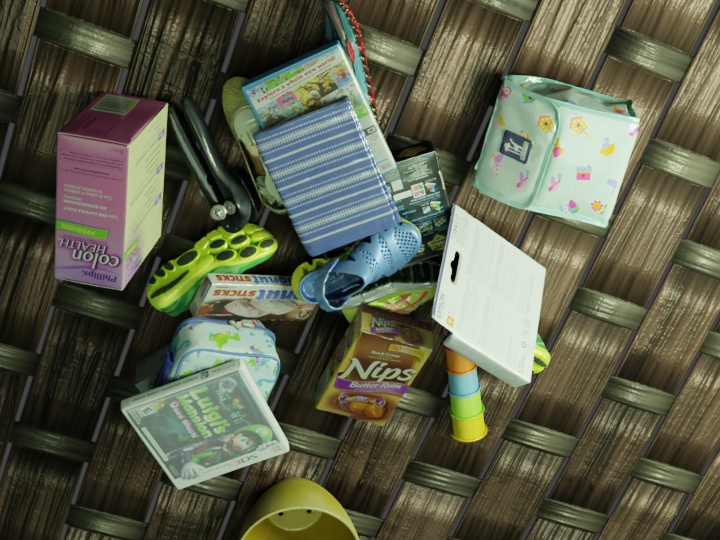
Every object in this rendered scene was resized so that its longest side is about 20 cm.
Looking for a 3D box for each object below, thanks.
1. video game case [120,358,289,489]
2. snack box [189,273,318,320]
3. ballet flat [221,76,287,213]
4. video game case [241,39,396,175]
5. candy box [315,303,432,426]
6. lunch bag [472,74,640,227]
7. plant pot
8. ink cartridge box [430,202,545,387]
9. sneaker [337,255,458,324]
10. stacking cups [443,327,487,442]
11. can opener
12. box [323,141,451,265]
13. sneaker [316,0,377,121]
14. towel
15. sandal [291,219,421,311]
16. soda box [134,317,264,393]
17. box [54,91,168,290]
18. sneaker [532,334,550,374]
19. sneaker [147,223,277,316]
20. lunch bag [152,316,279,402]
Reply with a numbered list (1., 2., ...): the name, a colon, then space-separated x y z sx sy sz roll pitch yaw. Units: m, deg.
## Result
1. video game case: -0.216 0.221 1.590 0.179 0.024 0.201 -20 133 4
2. snack box: -0.143 0.039 1.613 0.198 0.024 0.072 2 133 -37
3. ballet flat: -0.135 -0.167 1.544 0.070 0.071 0.202 -18 116 3
4. video game case: -0.053 -0.191 1.500 0.141 0.018 0.202 -22 123 10
5. candy box: 0.018 0.145 1.684 0.115 0.057 0.201 16 133 -13
6. lunch bag: 0.267 -0.170 1.561 0.197 0.122 0.173 12 117 -3
7. plant pot: -0.101 0.414 1.789 0.196 0.142 0.203 -2 116 -5
8. ink cartridge box: 0.176 0.036 1.606 0.199 0.202 0.040 34 143 -27
9. sneaker: 0.062 0.035 1.668 0.197 0.079 0.091 -12 124 7
10. stacking cups: 0.158 0.165 1.752 0.059 0.061 0.203 -10 111 -2
11. can opener: -0.209 -0.143 1.552 0.063 0.079 0.202 -25 108 20
12. box: 0.031 -0.080 1.616 0.197 0.046 0.161 -17 117 2
13. sneaker: -0.036 -0.265 1.501 0.094 0.080 0.203 -12 117 2
14. towel: -0.042 -0.123 1.519 0.143 0.024 0.202 -19 118 10
15. sandal: 0.000 0.000 1.576 0.198 0.087 0.080 -31 114 2
16. soda box: -0.237 0.129 1.678 0.198 0.064 0.069 -31 117 9
17. box: -0.327 -0.109 1.481 0.095 0.177 0.203 9 116 3
18. sneaker: 0.200 0.088 1.696 0.199 0.084 0.074 34 119 -25
19. sneaker: -0.210 -0.001 1.617 0.198 0.075 0.084 -27 148 0
20. lunch bag: -0.212 0.160 1.606 0.158 0.083 0.202 8 128 -23
